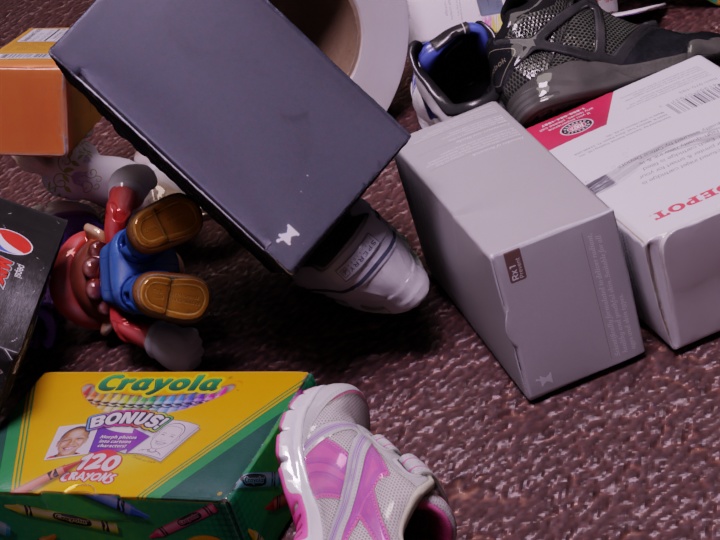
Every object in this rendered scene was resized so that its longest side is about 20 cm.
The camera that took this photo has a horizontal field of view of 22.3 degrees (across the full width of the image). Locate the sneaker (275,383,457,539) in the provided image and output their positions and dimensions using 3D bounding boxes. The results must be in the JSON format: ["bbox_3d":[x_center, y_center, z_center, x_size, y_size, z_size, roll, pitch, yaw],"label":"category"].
[{"bbox_3d":[0.007,0.132,0.967,0.088,0.082,0.200,-13,37,6],"label":"sneaker"}]

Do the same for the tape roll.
[{"bbox_3d":[-0.080,-0.189,1.445,0.202,0.203,0.139,-34,33,-27],"label":"tape roll"}]

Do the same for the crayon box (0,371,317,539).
[{"bbox_3d":[-0.129,0.117,1.082,0.199,0.058,0.119,-2,32,28],"label":"crayon box"}]

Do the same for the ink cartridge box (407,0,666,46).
[{"bbox_3d":[0.140,-0.232,1.498,0.199,0.068,0.117,-5,9,23],"label":"ink cartridge box"}]

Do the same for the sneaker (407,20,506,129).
[{"bbox_3d":[0.080,-0.140,1.356,0.080,0.116,0.200,-17,28,0],"label":"sneaker"}]

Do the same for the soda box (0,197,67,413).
[{"bbox_3d":[-0.242,0.022,1.177,0.070,0.064,0.200,20,24,-9],"label":"soda box"}]

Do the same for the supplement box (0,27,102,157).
[{"bbox_3d":[-0.230,-0.134,1.342,0.068,0.067,0.200,0,15,3],"label":"supplement box"}]

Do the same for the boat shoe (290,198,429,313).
[{"bbox_3d":[0.000,0.000,1.212,0.074,0.067,0.200,-48,9,3],"label":"boat shoe"}]

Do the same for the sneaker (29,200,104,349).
[{"bbox_3d":[-0.242,0.021,1.327,0.083,0.081,0.200,29,38,12],"label":"sneaker"}]

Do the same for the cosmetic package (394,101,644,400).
[{"bbox_3d":[0.095,-0.018,1.143,0.090,0.107,0.200,-23,30,-10],"label":"cosmetic package"}]

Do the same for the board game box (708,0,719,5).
[{"bbox_3d":[0.205,-0.282,1.493,0.199,0.030,0.096,21,22,-18],"label":"board game box"}]

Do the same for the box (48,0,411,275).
[{"bbox_3d":[-0.084,-0.104,1.168,0.118,0.197,0.200,-48,5,-3],"label":"box"}]

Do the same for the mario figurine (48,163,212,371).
[{"bbox_3d":[-0.139,-0.005,1.247,0.124,0.106,0.200,-62,18,-13],"label":"mario figurine"}]

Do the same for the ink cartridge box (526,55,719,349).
[{"bbox_3d":[0.208,-0.047,1.152,0.145,0.084,0.200,-22,29,-9],"label":"ink cartridge box"}]

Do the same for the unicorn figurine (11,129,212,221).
[{"bbox_3d":[-0.171,-0.069,1.386,0.199,0.074,0.137,1,14,-12],"label":"unicorn figurine"}]

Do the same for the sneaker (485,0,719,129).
[{"bbox_3d":[0.172,-0.162,1.278,0.199,0.076,0.115,-13,67,-26],"label":"sneaker"}]
